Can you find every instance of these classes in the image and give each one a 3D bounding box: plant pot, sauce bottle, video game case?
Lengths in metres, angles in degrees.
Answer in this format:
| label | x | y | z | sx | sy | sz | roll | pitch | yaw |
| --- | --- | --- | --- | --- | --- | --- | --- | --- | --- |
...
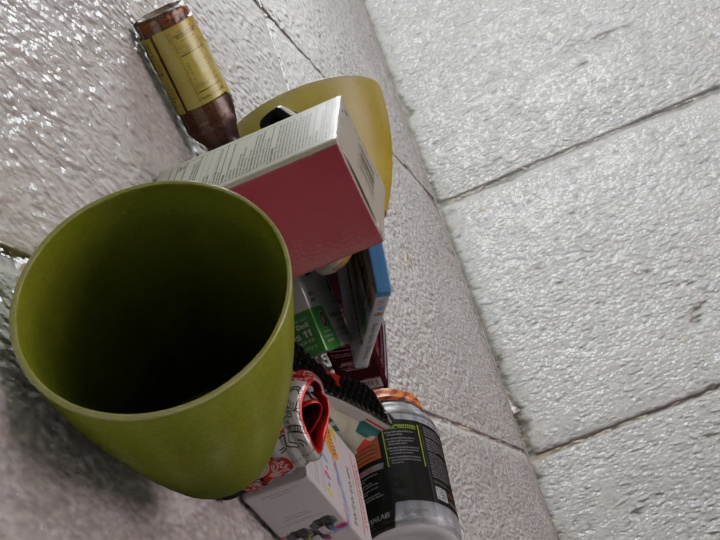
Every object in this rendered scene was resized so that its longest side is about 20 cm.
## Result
| label | x | y | z | sx | sy | sz | roll | pitch | yaw |
| --- | --- | --- | --- | --- | --- | --- | --- | --- | --- |
| plant pot | -0.041 | -0.110 | 1.571 | 0.143 | 0.199 | 0.200 | 66 | 10 | 16 |
| plant pot | -0.124 | 0.073 | 0.957 | 0.201 | 0.185 | 0.188 | 79 | -2 | -53 |
| sauce bottle | -0.173 | -0.187 | 1.469 | 0.066 | 0.066 | 0.201 | -87 | 155 | -66 |
| video game case | 0.000 | 0.000 | 1.443 | 0.200 | 0.018 | 0.144 | 104 | -22 | -64 |

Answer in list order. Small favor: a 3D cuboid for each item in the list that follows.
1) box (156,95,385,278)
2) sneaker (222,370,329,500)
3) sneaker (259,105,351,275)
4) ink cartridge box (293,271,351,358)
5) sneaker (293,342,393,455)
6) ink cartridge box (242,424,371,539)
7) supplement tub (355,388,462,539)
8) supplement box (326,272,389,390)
| label | x | y | z | sx | sy | sz | roll | pitch | yaw |
| --- | --- | --- | --- | --- | --- | --- | --- | --- | --- |
| box | -0.086 | -0.059 | 1.267 | 0.128 | 0.199 | 0.110 | -87 | 153 | -64 |
| sneaker | -0.083 | 0.104 | 1.204 | 0.202 | 0.107 | 0.067 | -100 | 164 | -49 |
| sneaker | -0.062 | -0.083 | 1.387 | 0.087 | 0.075 | 0.201 | 33 | 29 | -43 |
| ink cartridge box | -0.092 | 0.001 | 1.434 | 0.147 | 0.082 | 0.201 | -9 | 77 | -80 |
| sneaker | -0.060 | 0.135 | 1.344 | 0.199 | 0.093 | 0.070 | 32 | 17 | -39 |
| ink cartridge box | -0.046 | 0.205 | 1.298 | 0.200 | 0.067 | 0.116 | 57 | 15 | -47 |
| supplement tub | 0.039 | 0.237 | 1.518 | 0.201 | 0.122 | 0.123 | -100 | 164 | -45 |
| supplement box | -0.016 | 0.055 | 1.670 | 0.201 | 0.060 | 0.110 | 70 | 13 | -49 |
